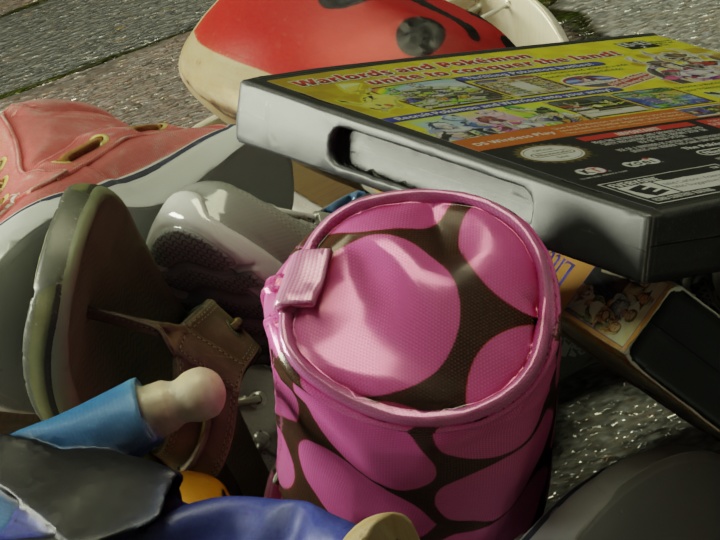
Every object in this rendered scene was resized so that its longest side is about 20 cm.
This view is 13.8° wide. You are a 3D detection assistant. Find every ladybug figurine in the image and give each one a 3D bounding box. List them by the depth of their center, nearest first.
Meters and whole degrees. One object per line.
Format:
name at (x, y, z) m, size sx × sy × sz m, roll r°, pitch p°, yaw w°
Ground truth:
ladybug figurine at (0.006, -0.077, 1.185) m, size 0.135 × 0.072 × 0.200 m, roll 9°, pitch 13°, yaw -35°

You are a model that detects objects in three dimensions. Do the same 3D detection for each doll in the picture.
doll at (-0.074, 0.082, 0.853) m, size 0.199 × 0.049 × 0.137 m, roll 9°, pitch 59°, yaw 36°

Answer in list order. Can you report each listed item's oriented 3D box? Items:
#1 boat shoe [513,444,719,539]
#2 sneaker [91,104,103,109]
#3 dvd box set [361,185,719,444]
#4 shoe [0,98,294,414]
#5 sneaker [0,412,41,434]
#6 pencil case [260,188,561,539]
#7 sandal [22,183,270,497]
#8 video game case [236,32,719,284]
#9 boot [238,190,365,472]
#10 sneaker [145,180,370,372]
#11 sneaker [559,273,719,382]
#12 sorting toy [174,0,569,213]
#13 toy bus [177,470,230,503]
boat shoe at (0.039, 0.113, 0.881) m, size 0.070 × 0.071 × 0.200 m, roll 5°, pitch 34°, yaw 43°
sneaker at (-0.152, -0.019, 1.365) m, size 0.113 × 0.076 × 0.200 m, roll -20°, pitch 15°, yaw -7°
dvd box set at (0.094, 0.023, 0.961) m, size 0.029 × 0.146 × 0.200 m, roll -55°, pitch 28°, yaw 0°
shoe at (-0.110, -0.008, 1.042) m, size 0.090 × 0.072 × 0.200 m, roll 11°, pitch 23°, yaw 27°
sneaker at (-0.126, 0.069, 1.127) m, size 0.200 × 0.072 × 0.073 m, roll -48°, pitch -2°, yaw -46°
pencil case at (0.013, 0.046, 0.912) m, size 0.093 × 0.200 × 0.091 m, roll 23°, pitch 66°, yaw 10°
sandal at (-0.055, 0.040, 0.984) m, size 0.057 × 0.201 × 0.080 m, roll -3°, pitch 55°, yaw 23°
video game case at (0.092, -0.040, 0.955) m, size 0.199 × 0.026 × 0.180 m, roll -10°, pitch 22°, yaw -42°
boot at (-0.044, 0.040, 1.121) m, size 0.073 × 0.096 × 0.200 m, roll -2°, pitch 23°, yaw 39°
sneaker at (0.000, 0.000, 1.057) m, size 0.074 × 0.083 × 0.200 m, roll 3°, pitch -15°, yaw 40°
sneaker at (0.113, 0.016, 1.126) m, size 0.115 × 0.075 × 0.200 m, roll -40°, pitch 29°, yaw -9°
sorting toy at (0.044, -0.039, 1.298) m, size 0.199 × 0.108 × 0.179 m, roll -29°, pitch 28°, yaw -35°
toy bus at (-0.132, 0.123, 0.962) m, size 0.199 × 0.079 × 0.065 m, roll -14°, pitch 43°, yaw 8°
